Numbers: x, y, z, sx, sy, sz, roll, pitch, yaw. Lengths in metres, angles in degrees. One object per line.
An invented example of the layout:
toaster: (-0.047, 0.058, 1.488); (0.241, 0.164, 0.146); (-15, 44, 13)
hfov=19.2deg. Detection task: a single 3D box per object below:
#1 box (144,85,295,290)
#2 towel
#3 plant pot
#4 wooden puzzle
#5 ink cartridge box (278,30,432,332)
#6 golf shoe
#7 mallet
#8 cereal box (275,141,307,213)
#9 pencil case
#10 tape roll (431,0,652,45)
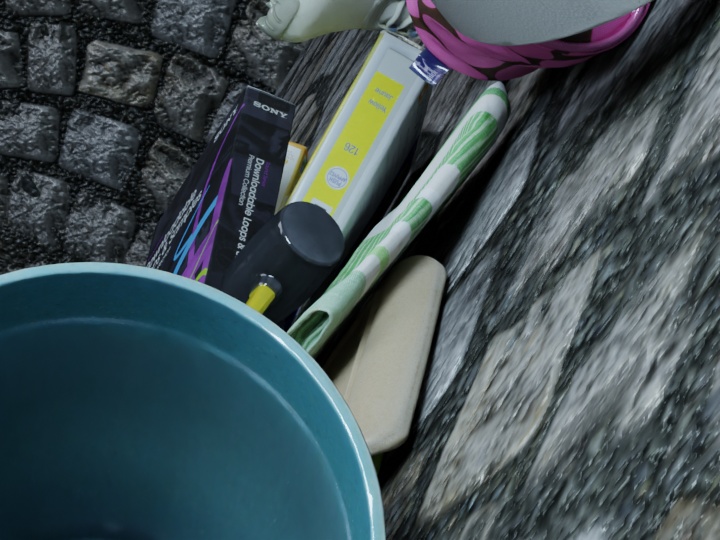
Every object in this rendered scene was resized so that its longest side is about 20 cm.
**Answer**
box: (-0.092, 0.015, 1.162); (0.143, 0.036, 0.201); (-51, 20, 45)
towel: (0.000, 0.000, 1.063); (0.200, 0.023, 0.153); (-49, -2, -42)
plant pot: (-0.100, 0.130, 0.783); (0.188, 0.199, 0.201); (104, -167, -61)
wooden puzzle: (-0.030, 0.102, 0.984); (0.200, 0.037, 0.185); (-50, 10, 25)
ink cartridge box: (-0.024, -0.015, 1.234); (0.201, 0.047, 0.198); (-59, -4, -16)
golf shoe: (0.032, -0.164, 1.209); (0.200, 0.097, 0.078); (-33, -9, -35)
mallet: (-0.060, 0.036, 0.984); (0.066, 0.041, 0.200); (-47, 7, 34)
cereal box: (-0.083, 0.027, 1.323); (0.144, 0.039, 0.201); (99, -169, -77)
pencil case: (0.073, -0.136, 1.015); (0.091, 0.093, 0.200); (-60, 8, -5)
tape roll: (0.103, -0.175, 0.861); (0.202, 0.037, 0.204); (-30, 32, 21)
